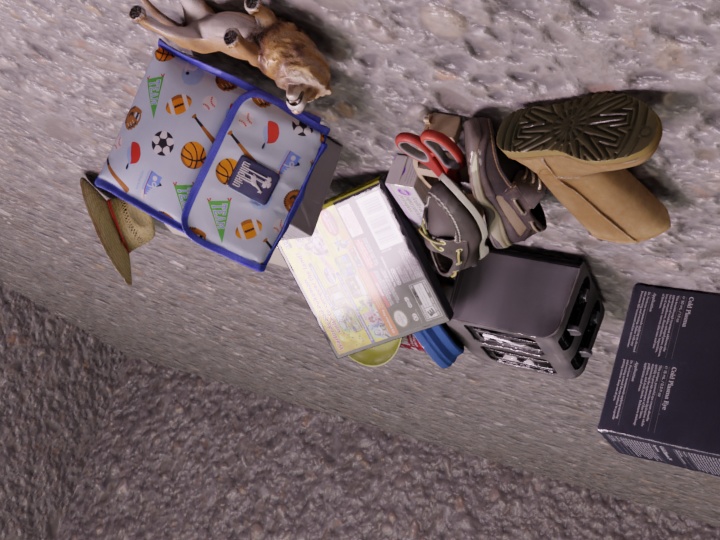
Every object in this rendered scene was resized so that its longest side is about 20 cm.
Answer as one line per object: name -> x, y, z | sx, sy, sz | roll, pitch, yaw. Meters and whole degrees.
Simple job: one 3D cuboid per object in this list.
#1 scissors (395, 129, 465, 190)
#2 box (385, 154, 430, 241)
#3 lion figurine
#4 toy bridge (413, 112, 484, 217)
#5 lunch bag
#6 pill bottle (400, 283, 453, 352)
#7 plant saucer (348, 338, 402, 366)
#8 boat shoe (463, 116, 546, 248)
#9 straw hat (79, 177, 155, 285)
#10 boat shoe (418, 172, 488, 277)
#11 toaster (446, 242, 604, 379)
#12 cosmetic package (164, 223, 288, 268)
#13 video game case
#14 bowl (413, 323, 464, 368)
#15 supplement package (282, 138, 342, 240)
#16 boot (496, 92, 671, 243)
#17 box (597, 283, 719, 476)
scissors -> 0.104, -0.095, 1.024 | 0.072, 0.014, 0.200 | 8, 158, 37
box -> 0.083, -0.075, 1.169 | 0.038, 0.042, 0.200 | 11, 163, 25
lion figurine -> -0.123, -0.223, 0.906 | 0.198, 0.073, 0.122 | 29, -179, 22
toy bridge -> 0.093, -0.115, 1.048 | 0.066, 0.028, 0.200 | 13, 161, 22
lunch bag -> -0.147, -0.116, 0.982 | 0.198, 0.172, 0.124 | 29, -174, 12
pill bottle -> 0.066, 0.067, 1.524 | 0.197, 0.111, 0.109 | 7, 160, 36
plant saucer -> 0.005, 0.047, 1.466 | 0.031, 0.204, 0.198 | -19, -168, -39
boat shoe -> 0.154, -0.097, 0.990 | 0.072, 0.076, 0.200 | -13, 151, 13
straw hat -> -0.394, -0.082, 1.616 | 0.084, 0.204, 0.201 | -22, 162, -4
boat shoe -> 0.098, -0.042, 1.040 | 0.072, 0.060, 0.201 | 52, 179, 22
toaster -> 0.216, 0.051, 1.281 | 0.197, 0.121, 0.181 | 11, 161, 28
cosmetic package -> -0.170, -0.085, 1.324 | 0.196, 0.105, 0.087 | 15, 165, 11
video game case -> 0.000, 0.000, 1.218 | 0.178, 0.026, 0.202 | -20, 105, 28
bowl -> 0.083, 0.041, 1.333 | 0.202, 0.039, 0.201 | 56, -170, -14
supplement package -> -0.137, -0.112, 1.163 | 0.120, 0.122, 0.199 | 28, 162, -31
boot -> 0.245, -0.089, 0.904 | 0.199, 0.067, 0.174 | 33, 168, -40
box -> 0.414, 0.138, 1.176 | 0.180, 0.203, 0.104 | 8, 159, 37
